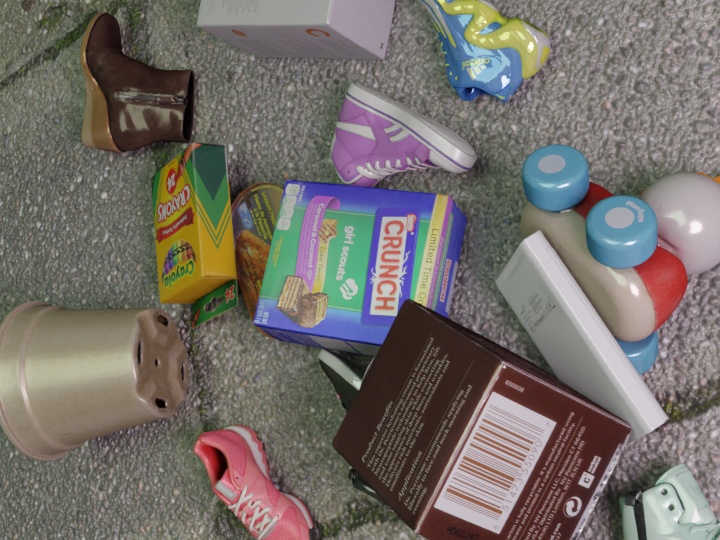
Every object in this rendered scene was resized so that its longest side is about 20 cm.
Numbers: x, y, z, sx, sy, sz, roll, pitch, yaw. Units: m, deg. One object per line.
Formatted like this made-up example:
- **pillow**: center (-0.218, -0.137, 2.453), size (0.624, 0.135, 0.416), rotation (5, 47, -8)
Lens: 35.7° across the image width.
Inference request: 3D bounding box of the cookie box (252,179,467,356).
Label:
- **cookie box**: center (0.000, 0.000, 1.217), size (0.197, 0.075, 0.174), rotation (7, 77, 24)

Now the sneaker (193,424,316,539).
- **sneaker**: center (-0.129, 0.263, 1.278), size (0.074, 0.086, 0.201), rotation (-50, 59, 17)

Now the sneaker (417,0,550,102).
- **sneaker**: center (0.106, -0.252, 1.219), size (0.199, 0.075, 0.106), rotation (38, 103, 31)

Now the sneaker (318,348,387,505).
- **sneaker**: center (0.002, 0.175, 1.215), size (0.200, 0.071, 0.100), rotation (42, 100, 27)

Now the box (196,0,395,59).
- **box**: center (-0.075, -0.315, 1.320), size (0.198, 0.124, 0.099), rotation (9, 86, 34)

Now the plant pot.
- **plant pot**: center (-0.320, 0.126, 1.384), size (0.181, 0.200, 0.204), rotation (-9, 76, 20)

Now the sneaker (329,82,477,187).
- **sneaker**: center (0.042, -0.123, 1.248), size (0.200, 0.072, 0.116), rotation (34, 105, 43)

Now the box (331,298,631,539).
- **box**: center (0.107, 0.154, 1.040), size (0.168, 0.163, 0.200), rotation (-62, 27, 3)

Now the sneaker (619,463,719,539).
- **sneaker**: center (0.320, 0.228, 0.990), size (0.198, 0.073, 0.120), rotation (-17, 79, 33)

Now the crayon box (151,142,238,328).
- **crayon box**: center (-0.205, -0.040, 1.379), size (0.126, 0.050, 0.203), rotation (-27, 66, 51)

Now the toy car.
- **toy car**: center (0.271, -0.042, 1.048), size (0.198, 0.186, 0.177), rotation (-30, 46, -13)

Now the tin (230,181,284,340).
- **tin**: center (-0.096, -0.011, 1.334), size (0.112, 0.042, 0.202), rotation (-35, 64, 28)

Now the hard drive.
- **hard drive**: center (0.201, 0.071, 1.049), size (0.026, 0.132, 0.201), rotation (-30, 77, -13)

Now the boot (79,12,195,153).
- **boot**: center (-0.293, -0.258, 1.505), size (0.164, 0.072, 0.203), rotation (-4, 78, 21)
